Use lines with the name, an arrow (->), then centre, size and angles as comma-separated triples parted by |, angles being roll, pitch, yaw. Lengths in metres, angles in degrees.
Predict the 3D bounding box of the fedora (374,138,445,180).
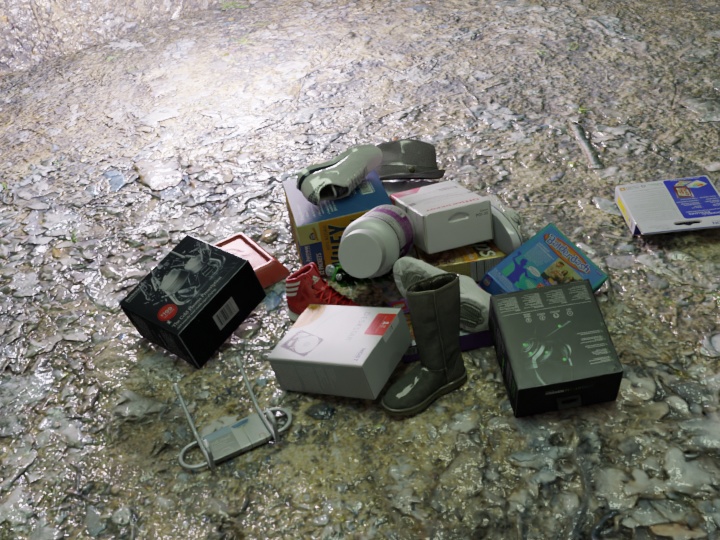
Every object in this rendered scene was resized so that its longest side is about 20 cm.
fedora -> 0.093, -0.250, 2.039 | 0.198, 0.091, 0.177 | -2, 4, 1

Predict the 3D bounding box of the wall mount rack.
wall mount rack -> -0.221, 0.238, 1.488 | 0.199, 0.075, 0.174 | -21, 37, -19

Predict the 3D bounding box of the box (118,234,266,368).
box -> -0.318, 0.055, 1.710 | 0.181, 0.105, 0.200 | 20, 57, 36

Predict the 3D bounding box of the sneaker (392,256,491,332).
sneaker -> 0.151, 0.034, 1.612 | 0.199, 0.078, 0.099 | 32, 30, 8

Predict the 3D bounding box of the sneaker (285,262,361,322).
sneaker -> -0.062, 0.055, 1.677 | 0.198, 0.116, 0.078 | 8, 39, 26

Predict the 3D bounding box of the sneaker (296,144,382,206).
sneaker -> -0.031, -0.190, 1.831 | 0.199, 0.077, 0.081 | -29, 50, -20

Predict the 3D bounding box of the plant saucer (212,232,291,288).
plant saucer -> -0.278, -0.007, 1.884 | 0.199, 0.037, 0.200 | -27, 38, -24

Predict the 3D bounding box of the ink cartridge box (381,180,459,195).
ink cartridge box -> 0.140, -0.143, 1.991 | 0.198, 0.058, 0.163 | 1, 32, -17

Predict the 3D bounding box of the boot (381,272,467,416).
boot -> 0.099, 0.120, 1.473 | 0.181, 0.201, 0.072 | -28, 38, -26

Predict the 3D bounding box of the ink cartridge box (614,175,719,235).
ink cartridge box -> 0.641, -0.120, 1.834 | 0.196, 0.047, 0.201 | -6, 37, 2

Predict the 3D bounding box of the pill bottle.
pill bottle -> 0.027, -0.050, 1.658 | 0.111, 0.113, 0.200 | 3, 16, 17

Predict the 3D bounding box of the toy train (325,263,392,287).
toy train -> 0.000, 0.000, 1.733 | 0.056, 0.042, 0.199 | 30, 18, 26

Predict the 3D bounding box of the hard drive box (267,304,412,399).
hard drive box -> -0.034, 0.136, 1.557 | 0.198, 0.077, 0.156 | 1, 36, 33

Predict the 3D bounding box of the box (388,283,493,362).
box -> 0.159, 0.093, 1.641 | 0.198, 0.039, 0.137 | -11, 36, -2

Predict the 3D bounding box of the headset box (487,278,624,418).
headset box -> 0.315, 0.131, 1.467 | 0.172, 0.093, 0.201 | -10, 52, -2

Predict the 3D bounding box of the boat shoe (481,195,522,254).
boat shoe -> 0.283, -0.097, 1.765 | 0.069, 0.071, 0.200 | -16, 28, -9

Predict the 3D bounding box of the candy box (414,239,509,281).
candy box -> 0.212, -0.028, 1.786 | 0.198, 0.056, 0.116 | -10, 33, -1

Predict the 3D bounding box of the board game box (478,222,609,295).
board game box -> 0.337, 0.019, 1.646 | 0.199, 0.045, 0.152 | -34, 71, -31

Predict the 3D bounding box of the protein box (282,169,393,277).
protein box -> -0.044, -0.106, 1.884 | 0.198, 0.136, 0.199 | -13, 35, -7

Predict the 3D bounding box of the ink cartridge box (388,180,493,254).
ink cartridge box -> 0.157, -0.109, 1.794 | 0.145, 0.084, 0.200 | -13, 20, -14
